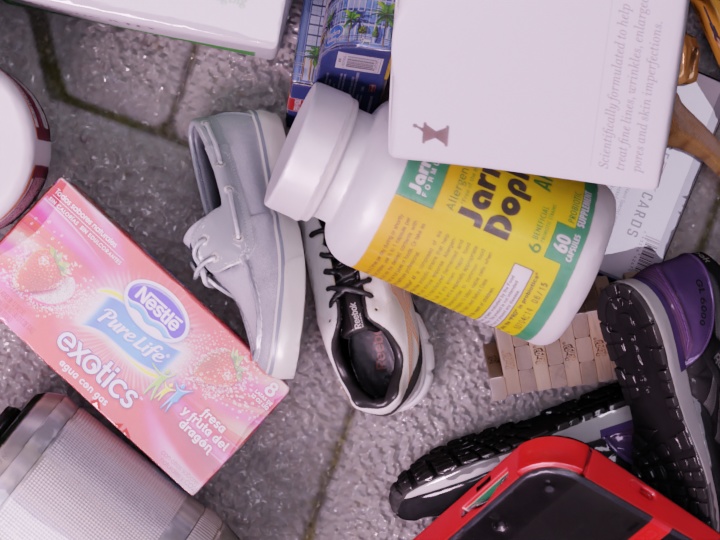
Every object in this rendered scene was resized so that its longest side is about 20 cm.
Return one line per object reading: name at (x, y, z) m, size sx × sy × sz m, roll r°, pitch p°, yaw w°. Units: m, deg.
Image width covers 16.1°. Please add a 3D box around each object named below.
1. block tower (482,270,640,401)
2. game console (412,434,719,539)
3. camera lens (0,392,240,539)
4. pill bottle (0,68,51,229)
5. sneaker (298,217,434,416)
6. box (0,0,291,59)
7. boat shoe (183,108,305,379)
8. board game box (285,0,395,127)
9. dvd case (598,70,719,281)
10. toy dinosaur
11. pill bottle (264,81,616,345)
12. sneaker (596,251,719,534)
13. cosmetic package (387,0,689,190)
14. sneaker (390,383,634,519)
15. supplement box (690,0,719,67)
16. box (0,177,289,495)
block tower at (0.178, 0.034, 1.660) m, size 0.200 × 0.054 × 0.058 m, roll -11°, pitch 113°, yaw 3°
game console at (0.132, 0.196, 1.624) m, size 0.177 × 0.031 × 0.200 m, roll 31°, pitch 132°, yaw -15°
camera lens at (-0.177, 0.188, 1.608) m, size 0.200 × 0.160 × 0.160 m, roll 39°, pitch 89°, yaw -4°
pill bottle at (-0.251, -0.076, 1.576) m, size 0.114 × 0.200 × 0.114 m, roll 0°, pitch 91°, yaw -3°
sneaker at (0.000, 0.000, 1.642) m, size 0.074 × 0.080 × 0.200 m, roll -17°, pitch 95°, yaw 13°
box at (-0.125, -0.248, 1.593) m, size 0.199 × 0.171 × 0.200 m, roll 12°, pitch 91°, yaw -3°
boat shoe at (-0.077, -0.017, 1.616) m, size 0.071 × 0.070 × 0.201 m, roll -1°, pitch 54°, yaw -12°
board game box at (0.000, -0.207, 1.612) m, size 0.062 × 0.200 × 0.200 m, roll 9°, pitch 77°, yaw -2°
dvd case at (0.127, -0.091, 1.685) m, size 0.200 × 0.025 × 0.151 m, roll 22°, pitch 90°, yaw -4°
toy dinosaur at (0.193, -0.105, 1.660) m, size 0.200 × 0.060 × 0.106 m, roll 23°, pitch 100°, yaw -16°
pill bottle at (0.047, -0.040, 1.577) m, size 0.200 × 0.113 × 0.113 m, roll 23°, pitch 90°, yaw -7°
sneaker at (0.219, 0.086, 1.606) m, size 0.087 × 0.076 × 0.200 m, roll -24°, pitch 112°, yaw -28°
cosmetic package at (0.112, -0.177, 1.509) m, size 0.165 × 0.200 × 0.165 m, roll 7°, pitch 130°, yaw 5°
sneaker at (0.122, 0.142, 1.661) m, size 0.200 × 0.076 × 0.088 m, roll -19°, pitch 98°, yaw -3°
supplement box at (0.274, -0.129, 1.650) m, size 0.069 × 0.067 × 0.200 m, roll -30°, pitch 107°, yaw -2°
box at (-0.148, 0.041, 1.636) m, size 0.200 × 0.103 × 0.095 m, roll 43°, pitch 88°, yaw -2°
